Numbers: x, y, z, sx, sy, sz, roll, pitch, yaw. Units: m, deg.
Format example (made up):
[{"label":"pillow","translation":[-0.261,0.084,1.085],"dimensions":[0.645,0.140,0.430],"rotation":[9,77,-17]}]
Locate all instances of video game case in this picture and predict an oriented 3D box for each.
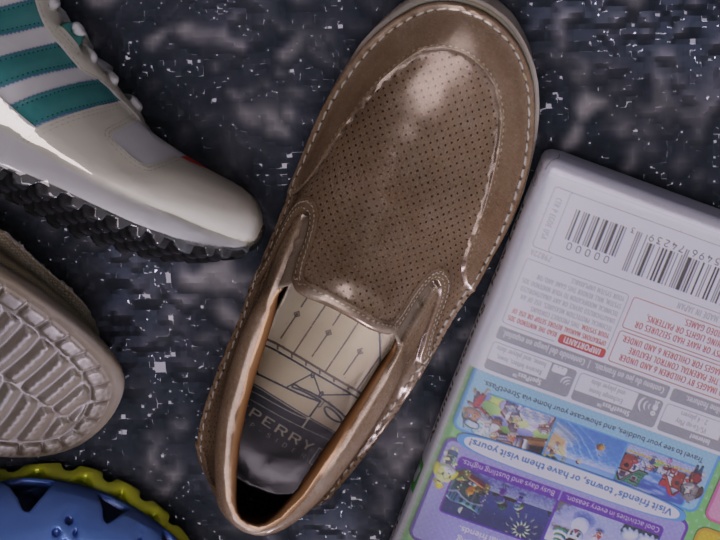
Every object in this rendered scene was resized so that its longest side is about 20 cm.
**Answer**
[{"label":"video game case","translation":[0.125,0.074,0.895],"dimensions":[0.200,0.022,0.182],"rotation":[20,107,-4]}]

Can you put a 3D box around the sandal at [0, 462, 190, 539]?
[{"label":"sandal","translation":[-0.153,0.102,0.896],"dimensions":[0.200,0.087,0.080],"rotation":[13,106,-1]}]

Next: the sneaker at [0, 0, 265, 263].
[{"label":"sneaker","translation":[-0.111,-0.073,0.847],"dimensions":[0.200,0.070,0.093],"rotation":[25,81,-15]}]

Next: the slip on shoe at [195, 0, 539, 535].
[{"label":"slip on shoe","translation":[0.000,0.000,0.864],"dimensions":[0.076,0.061,0.200],"rotation":[29,107,-4]}]

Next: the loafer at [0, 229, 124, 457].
[{"label":"loafer","translation":[-0.165,-0.007,0.874],"dimensions":[0.200,0.068,0.076],"rotation":[34,118,-23]}]
